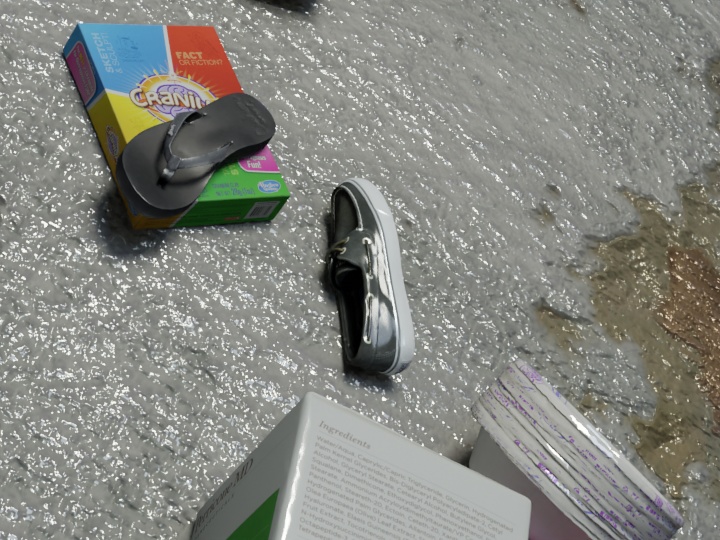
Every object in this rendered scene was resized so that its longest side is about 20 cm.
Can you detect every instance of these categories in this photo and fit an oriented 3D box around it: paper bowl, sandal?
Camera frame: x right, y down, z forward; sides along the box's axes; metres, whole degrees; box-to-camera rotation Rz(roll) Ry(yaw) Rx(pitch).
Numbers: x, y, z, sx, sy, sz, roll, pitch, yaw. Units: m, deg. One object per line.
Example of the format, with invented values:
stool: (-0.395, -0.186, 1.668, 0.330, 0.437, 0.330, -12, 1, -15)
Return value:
paper bowl: (0.172, 0.180, 1.337, 0.200, 0.104, 0.201, 43, 2, -2)
sandal: (-0.143, -0.112, 1.363, 0.076, 0.043, 0.200, 44, 43, 2)

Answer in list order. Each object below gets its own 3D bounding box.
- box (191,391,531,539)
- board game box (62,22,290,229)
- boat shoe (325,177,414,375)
box: (-0.012, 0.236, 1.123, 0.199, 0.199, 0.172, 28, 44, -15)
board game box: (-0.168, -0.134, 1.425, 0.152, 0.040, 0.201, -6, 61, -39)
boat shoe: (0.000, 0.000, 1.422, 0.056, 0.069, 0.202, 5, 56, -32)
